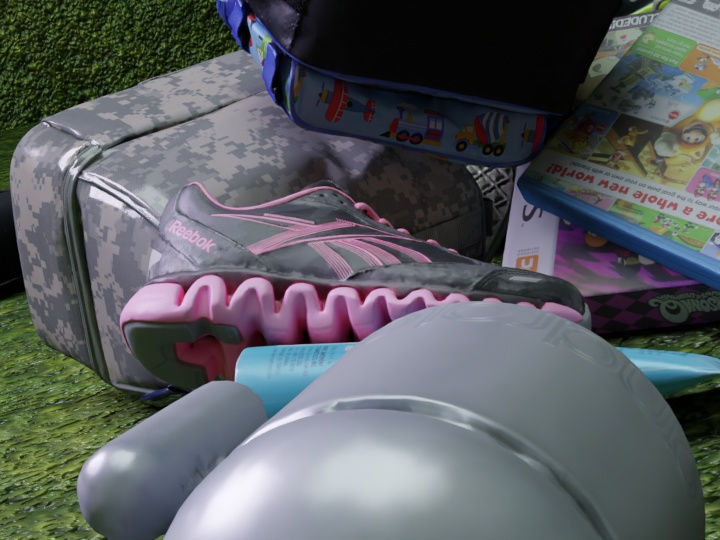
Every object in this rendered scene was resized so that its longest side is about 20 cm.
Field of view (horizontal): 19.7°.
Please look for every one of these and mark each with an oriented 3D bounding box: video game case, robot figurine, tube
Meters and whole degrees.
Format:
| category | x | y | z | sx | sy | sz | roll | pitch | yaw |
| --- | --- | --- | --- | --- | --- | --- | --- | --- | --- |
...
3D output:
| category | x | y | z | sx | sy | sz | roll | pitch | yaw |
| --- | --- | --- | --- | --- | --- | --- | --- | --- | --- |
| video game case | 0.185 | -0.085 | 0.968 | 0.143 | 0.018 | 0.200 | 27 | 69 | 40 |
| robot figurine | 0.018 | 0.075 | 0.487 | 0.168 | 0.114 | 0.200 | 20 | 18 | 11 |
| video game case | 0.171 | -0.056 | 0.989 | 0.198 | 0.036 | 0.182 | -7 | 50 | 24 |
| tube | 0.050 | 0.047 | 0.820 | 0.198 | 0.051 | 0.077 | -6 | 4 | 13 |

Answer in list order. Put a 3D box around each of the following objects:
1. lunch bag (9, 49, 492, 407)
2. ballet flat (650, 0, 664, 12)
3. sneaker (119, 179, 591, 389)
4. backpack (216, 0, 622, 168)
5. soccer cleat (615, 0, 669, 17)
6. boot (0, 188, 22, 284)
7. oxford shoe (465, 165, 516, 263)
| category | x | y | z | sx | sy | sz | roll | pitch | yaw |
| --- | --- | --- | --- | --- | --- | --- | --- | --- | --- |
| lunch bag | -0.054 | -0.017 | 1.024 | 0.199 | 0.141 | 0.167 | -22 | 28 | -36 |
| ballet flat | 0.151 | -0.111 | 1.111 | 0.198 | 0.071 | 0.067 | -12 | 11 | 5 |
| sneaker | 0.000 | 0.000 | 0.883 | 0.198 | 0.079 | 0.096 | 4 | 55 | 3 |
| backpack | 0.014 | -0.159 | 1.016 | 0.181 | 0.135 | 0.200 | 7 | 28 | -30 |
| soccer cleat | 0.131 | -0.145 | 1.166 | 0.198 | 0.068 | 0.081 | -4 | 36 | -2 |
| boot | -0.203 | -0.032 | 1.496 | 0.161 | 0.074 | 0.198 | -5 | 11 | 16 |
| oxford shoe | 0.050 | -0.058 | 1.166 | 0.074 | 0.058 | 0.201 | 10 | 54 | -3 |
